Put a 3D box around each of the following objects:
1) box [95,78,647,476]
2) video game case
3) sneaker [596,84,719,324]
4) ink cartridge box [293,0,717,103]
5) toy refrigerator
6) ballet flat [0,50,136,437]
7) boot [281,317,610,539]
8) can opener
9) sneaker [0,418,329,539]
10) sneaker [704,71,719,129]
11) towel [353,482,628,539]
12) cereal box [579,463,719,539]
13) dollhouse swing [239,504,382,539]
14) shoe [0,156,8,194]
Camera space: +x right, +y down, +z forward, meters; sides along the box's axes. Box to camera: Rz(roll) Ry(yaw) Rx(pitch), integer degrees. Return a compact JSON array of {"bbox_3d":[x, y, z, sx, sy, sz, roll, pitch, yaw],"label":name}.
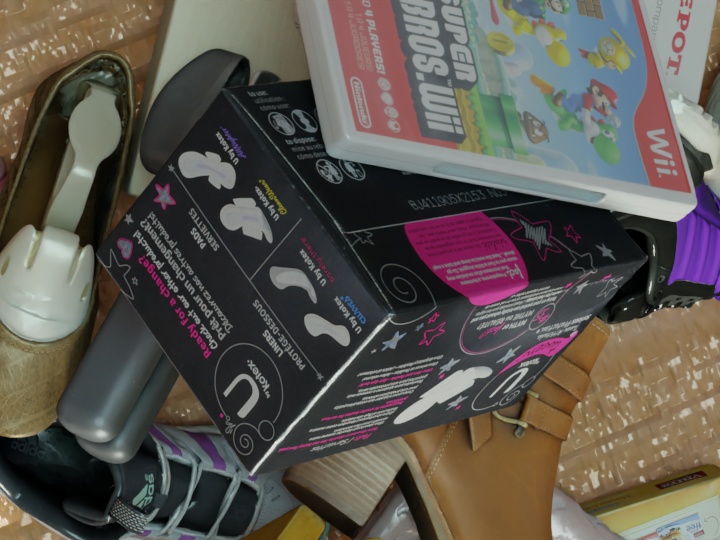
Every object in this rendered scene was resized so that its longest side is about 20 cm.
[{"bbox_3d":[0.006,-0.006,1.258,0.132,0.199,0.115,53,123,19],"label":"box"},{"bbox_3d":[0.057,-0.100,1.261,0.199,0.017,0.144,9,57,-36],"label":"video game case"},{"bbox_3d":[0.147,-0.012,1.403,0.100,0.069,0.200,-58,145,-11],"label":"sneaker"},{"bbox_3d":[0.081,-0.168,1.376,0.199,0.084,0.146,9,93,-36],"label":"ink cartridge box"},{"bbox_3d":[-0.058,-0.126,1.394,0.075,0.070,0.201,13,90,-9],"label":"toy refrigerator"},{"bbox_3d":[-0.141,-0.021,1.329,0.067,0.072,0.201,21,59,-11],"label":"ballet flat"},{"bbox_3d":[0.078,0.094,1.381,0.200,0.077,0.156,36,75,1],"label":"boot"},{"bbox_3d":[-0.093,-0.011,1.322,0.067,0.053,0.201,22,73,23],"label":"can opener"},{"bbox_3d":[-0.101,0.110,1.364,0.199,0.140,0.078,16,92,-12],"label":"sneaker"},{"bbox_3d":[0.236,-0.137,1.465,0.072,0.072,0.201,30,80,-47],"label":"sneaker"},{"bbox_3d":[0.068,0.204,1.433,0.200,0.032,0.191,37,92,-9],"label":"towel"},{"bbox_3d":[0.148,0.218,1.480,0.143,0.040,0.201,-16,98,-8],"label":"cereal box"},{"bbox_3d":[-0.028,0.239,1.391,0.200,0.176,0.182,40,74,-13],"label":"dollhouse swing"},{"bbox_3d":[-0.237,0.025,1.367,0.199,0.071,0.091,-33,99,-14],"label":"shoe"}]
